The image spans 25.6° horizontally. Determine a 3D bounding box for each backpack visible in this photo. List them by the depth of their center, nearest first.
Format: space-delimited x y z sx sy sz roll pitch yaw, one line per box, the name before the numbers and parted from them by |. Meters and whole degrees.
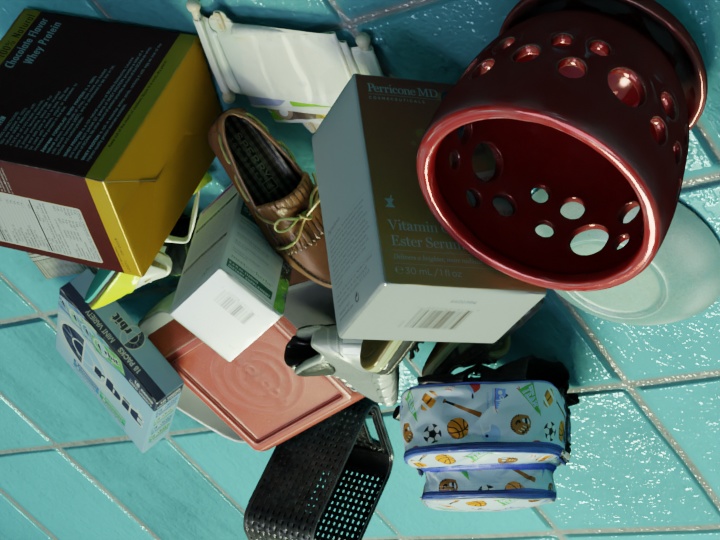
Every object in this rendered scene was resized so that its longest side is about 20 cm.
backpack | 0.122 0.166 1.590 0.199 0.155 0.191 -9 159 9

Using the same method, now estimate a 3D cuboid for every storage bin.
storage bin | -0.047 0.258 1.861 0.093 0.200 0.136 11 143 23

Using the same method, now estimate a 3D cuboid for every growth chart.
growth chart | -0.059 -0.179 1.462 0.199 0.018 0.145 13 144 20

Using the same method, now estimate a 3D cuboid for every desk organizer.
desk organizer | 0.000 0.000 1.602 0.199 0.077 0.072 -15 129 45

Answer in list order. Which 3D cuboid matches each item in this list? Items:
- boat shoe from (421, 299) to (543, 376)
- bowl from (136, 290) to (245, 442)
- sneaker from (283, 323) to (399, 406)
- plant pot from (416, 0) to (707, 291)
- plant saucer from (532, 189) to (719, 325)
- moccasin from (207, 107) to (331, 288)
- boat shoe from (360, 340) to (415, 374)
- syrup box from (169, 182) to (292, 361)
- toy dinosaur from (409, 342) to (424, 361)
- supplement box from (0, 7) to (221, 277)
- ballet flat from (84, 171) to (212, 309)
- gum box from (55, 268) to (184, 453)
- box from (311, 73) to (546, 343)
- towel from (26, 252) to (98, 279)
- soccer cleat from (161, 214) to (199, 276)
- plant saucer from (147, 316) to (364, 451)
boat shoe | 0.122 0.068 1.613 0.065 0.073 0.200 33 146 -1
bowl | -0.170 0.101 1.855 0.200 0.075 0.200 33 145 -9
sneaker | -0.019 0.089 1.625 0.115 0.075 0.200 0 160 4
plant pot | 0.164 -0.113 1.247 0.199 0.183 0.201 17 144 13
plant saucer | 0.237 -0.004 1.470 0.200 0.039 0.201 18 146 13
moccasin | -0.069 -0.070 1.505 0.202 0.073 0.078 59 173 -5
boat shoe | 0.074 0.017 1.473 0.065 0.200 0.073 33 -178 -23
syrup box | -0.119 -0.010 1.556 0.079 0.200 0.081 40 118 -18
toy dinosaur | 0.016 0.081 1.730 0.088 0.048 0.200 34 143 1
supplement box | -0.266 -0.126 1.513 0.199 0.198 0.133 12 143 21
ballet flat | -0.217 -0.032 1.652 0.067 0.067 0.201 26 108 -17
gum box | -0.279 0.107 1.809 0.170 0.044 0.200 49 157 10
box | 0.055 -0.051 1.349 0.151 0.201 0.106 2 153 -23
towel | -0.345 -0.068 1.738 0.199 0.035 0.193 -3 123 48
soccer cleat | -0.218 -0.037 1.716 0.199 0.068 0.081 -4 132 41
plant saucer | -0.110 0.109 1.738 0.200 0.037 0.200 -31 113 34
